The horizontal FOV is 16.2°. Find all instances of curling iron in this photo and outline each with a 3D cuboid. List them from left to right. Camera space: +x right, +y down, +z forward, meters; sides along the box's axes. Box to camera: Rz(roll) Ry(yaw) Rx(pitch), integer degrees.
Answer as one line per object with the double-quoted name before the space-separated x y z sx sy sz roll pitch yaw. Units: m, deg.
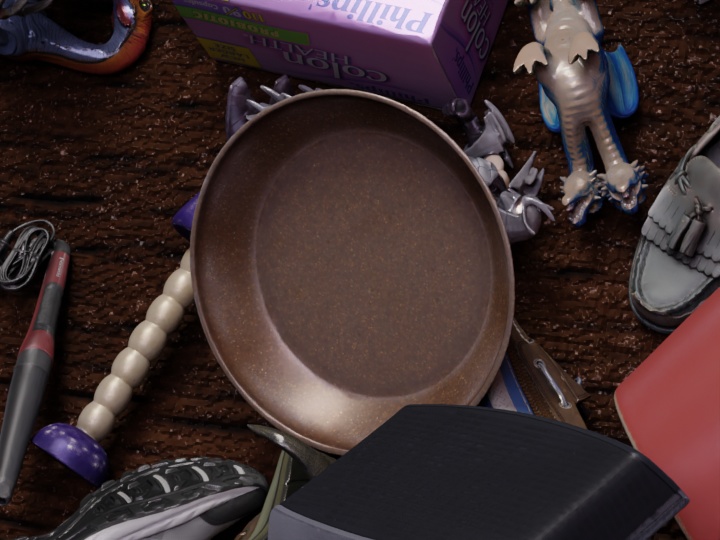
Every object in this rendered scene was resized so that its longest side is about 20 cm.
"curling iron" -0.200 0.054 1.486 0.049 0.026 0.201 -7 52 9

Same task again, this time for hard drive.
"hard drive" 0.049 0.118 1.241 0.135 0.043 0.199 -36 25 -29

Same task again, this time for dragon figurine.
"dragon figurine" 0.126 -0.117 1.465 0.058 0.100 0.201 -14 46 12

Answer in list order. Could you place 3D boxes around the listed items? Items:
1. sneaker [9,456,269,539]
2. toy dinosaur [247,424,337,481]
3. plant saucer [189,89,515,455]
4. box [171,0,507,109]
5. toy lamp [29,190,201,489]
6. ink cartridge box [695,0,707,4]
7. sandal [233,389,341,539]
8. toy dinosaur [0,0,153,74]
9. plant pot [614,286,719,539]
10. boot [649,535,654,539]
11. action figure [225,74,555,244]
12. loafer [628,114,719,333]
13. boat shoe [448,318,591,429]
"sneaker" -0.138 0.170 1.426 0.199 0.080 0.074 -29 18 -10
"toy dinosaur" 0.018 0.152 1.362 0.199 0.102 0.077 32 122 19
"plant saucer" 0.000 0.000 1.375 0.199 0.037 0.202 6 103 27
"box" 0.006 -0.217 1.522 0.175 0.097 0.201 14 73 21
"toy lamp" -0.117 0.030 1.479 0.058 0.058 0.201 31 80 25
"ink cartridge box" 0.243 -0.272 1.481 0.199 0.083 0.146 -29 63 4
"sandal" -0.037 0.160 1.402 0.080 0.057 0.202 34 58 -12
"toy dinosaur" -0.227 -0.165 1.597 0.181 0.200 0.105 31 56 -7
"plant pot" 0.239 0.073 1.289 0.177 0.200 0.201 -33 63 10
"boot" 0.122 0.193 1.292 0.075 0.073 0.201 32 110 52
"action figure" 0.021 -0.058 1.448 0.199 0.070 0.130 20 30 24
"loafer" 0.209 -0.060 1.414 0.072 0.063 0.201 31 79 25
"boat shoe" 0.086 0.080 1.387 0.072 0.072 0.201 -59 32 34
